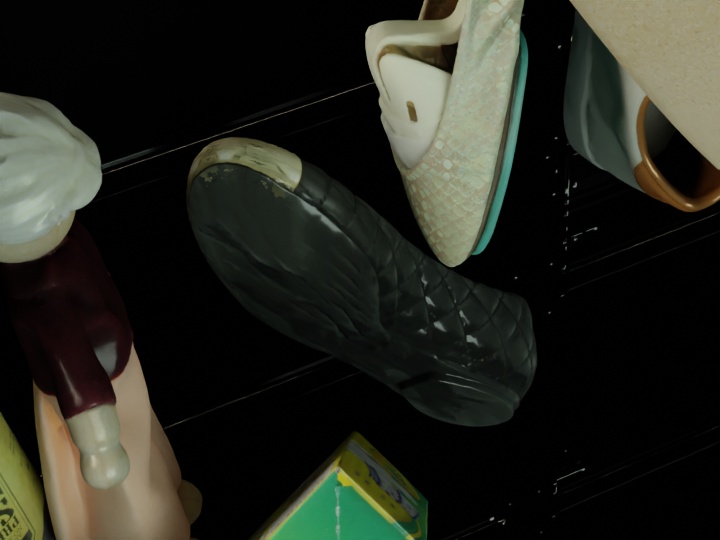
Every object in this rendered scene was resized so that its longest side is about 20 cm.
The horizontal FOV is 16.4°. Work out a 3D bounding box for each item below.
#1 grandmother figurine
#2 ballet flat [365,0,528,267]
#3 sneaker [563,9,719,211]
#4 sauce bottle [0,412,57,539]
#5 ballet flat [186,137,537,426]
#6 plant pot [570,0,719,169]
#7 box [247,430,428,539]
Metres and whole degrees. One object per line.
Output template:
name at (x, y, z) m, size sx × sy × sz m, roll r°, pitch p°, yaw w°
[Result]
grandmother figurine at (-0.097, 0.028, 0.842) m, size 0.060 × 0.121 × 0.200 m, roll -22°, pitch 126°, yaw -9°
ballet flat at (0.031, -0.098, 0.891) m, size 0.062 × 0.067 × 0.200 m, roll 5°, pitch 113°, yaw -16°
sneaker at (0.120, -0.113, 0.920) m, size 0.073 × 0.085 × 0.200 m, roll -22°, pitch 128°, yaw -21°
sauce bottle at (-0.142, 0.085, 0.884) m, size 0.066 × 0.066 × 0.200 m, roll -35°, pitch 134°, yaw -10°
ballet flat at (0.000, 0.000, 0.949) m, size 0.066 × 0.057 × 0.200 m, roll -14°, pitch 146°, yaw 32°
plant pot at (0.141, -0.175, 0.785) m, size 0.177 × 0.200 × 0.200 m, roll 32°, pitch 66°, yaw -24°
box at (-0.029, 0.120, 0.930) m, size 0.117 × 0.048 × 0.200 m, roll -46°, pitch -179°, yaw 2°
